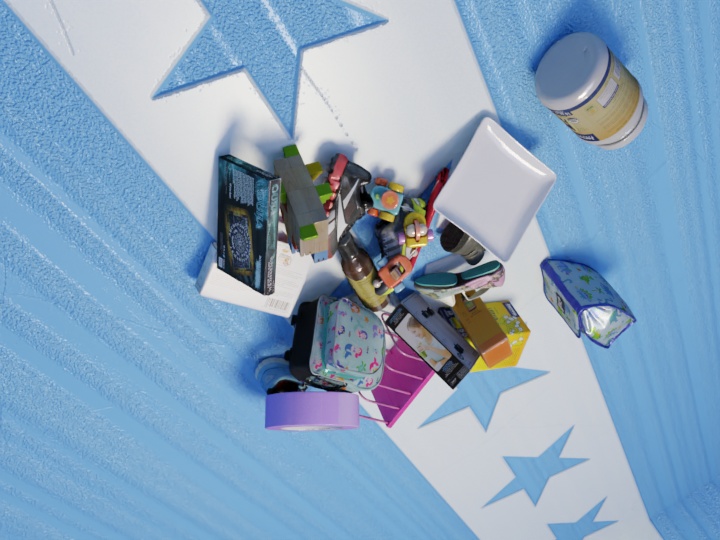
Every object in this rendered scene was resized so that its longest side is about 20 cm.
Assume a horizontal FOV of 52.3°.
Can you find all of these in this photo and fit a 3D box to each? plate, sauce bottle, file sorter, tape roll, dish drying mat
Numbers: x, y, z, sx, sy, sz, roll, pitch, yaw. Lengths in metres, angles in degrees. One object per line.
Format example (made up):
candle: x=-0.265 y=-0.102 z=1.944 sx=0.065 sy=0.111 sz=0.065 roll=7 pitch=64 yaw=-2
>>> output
plate: x=0.253 y=-0.151 z=1.391 sx=0.197 sy=0.032 sz=0.203 roll=33 pitch=87 yaw=-19
sauce bottle: x=0.000 y=0.000 z=1.453 sx=0.064 sy=0.065 sz=0.202 roll=-29 pitch=133 yaw=0
file sorter: x=0.053 y=0.215 z=1.607 sx=0.123 sy=0.140 sz=0.202 roll=19 pitch=118 yaw=-35
tape roll: x=-0.099 y=0.292 z=1.507 sx=0.194 sy=0.068 sz=0.201 roll=0 pitch=164 yaw=0
dish drying mat: x=0.129 y=-0.098 z=1.432 sx=0.018 sy=0.077 sz=0.204 roll=19 pitch=122 yaw=-2

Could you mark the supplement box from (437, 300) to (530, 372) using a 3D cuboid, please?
supplement box: x=0.271 y=0.153 z=1.683 sx=0.195 sy=0.110 sz=0.112 roll=-4 pitch=130 yaw=-24

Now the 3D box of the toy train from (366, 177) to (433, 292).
toy train: x=0.054 y=-0.068 z=1.351 sx=0.148 sy=0.056 sz=0.203 roll=-32 pitch=95 yaw=-2

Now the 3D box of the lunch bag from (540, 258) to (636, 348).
lunch bag: x=0.511 y=0.067 z=1.687 sx=0.198 sy=0.172 sz=0.128 roll=27 pitch=113 yaw=-40

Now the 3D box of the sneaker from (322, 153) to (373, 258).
sneaker: x=-0.029 y=-0.103 z=1.317 sx=0.095 sy=0.071 sz=0.205 roll=16 pitch=117 yaw=3

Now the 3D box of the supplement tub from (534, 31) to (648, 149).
supplement tub: x=0.424 y=-0.320 z=1.335 sx=0.198 sy=0.146 sz=0.145 roll=26 pitch=114 yaw=-39

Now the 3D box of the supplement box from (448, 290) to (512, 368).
supplement box: x=0.248 y=0.107 z=1.569 sx=0.065 sy=0.202 sz=0.069 roll=-30 pitch=139 yaw=2

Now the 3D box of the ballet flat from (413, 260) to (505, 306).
ballet flat: x=0.212 y=0.034 z=1.550 sx=0.194 sy=0.070 sz=0.073 roll=-13 pitch=116 yaw=8

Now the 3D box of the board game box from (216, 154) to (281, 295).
board game box: x=-0.189 y=-0.075 z=1.220 sx=0.028 sy=0.133 sz=0.205 roll=-20 pitch=126 yaw=-44

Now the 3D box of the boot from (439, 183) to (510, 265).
boot: x=0.256 y=-0.105 z=1.504 sx=0.129 sy=0.068 sz=0.201 roll=15 pitch=120 yaw=-49

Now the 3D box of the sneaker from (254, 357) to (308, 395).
sneaker: x=-0.125 y=0.238 z=1.572 sx=0.195 sy=0.091 sz=0.080 roll=-5 pitch=130 yaw=-23

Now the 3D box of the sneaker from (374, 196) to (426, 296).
sneaker: x=0.058 y=-0.051 z=1.419 sx=0.079 sy=0.074 sz=0.205 roll=16 pitch=96 yaw=-20

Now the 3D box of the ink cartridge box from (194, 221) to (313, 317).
ink cartridge box: x=-0.187 y=-0.017 z=1.362 sx=0.196 sy=0.043 sz=0.177 roll=17 pitch=104 yaw=-35

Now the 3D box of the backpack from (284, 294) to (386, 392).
backpack: x=-0.032 y=0.154 z=1.475 sx=0.148 sy=0.182 sz=0.198 roll=-16 pitch=147 yaw=41

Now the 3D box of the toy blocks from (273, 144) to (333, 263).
toy blocks: x=-0.101 y=-0.090 z=1.250 sx=0.097 sy=0.203 sz=0.138 roll=-15 pitch=145 yaw=-14

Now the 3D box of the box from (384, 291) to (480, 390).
box: x=0.153 y=0.143 z=1.537 sx=0.060 sy=0.200 sz=0.116 roll=-49 pitch=172 yaw=21
